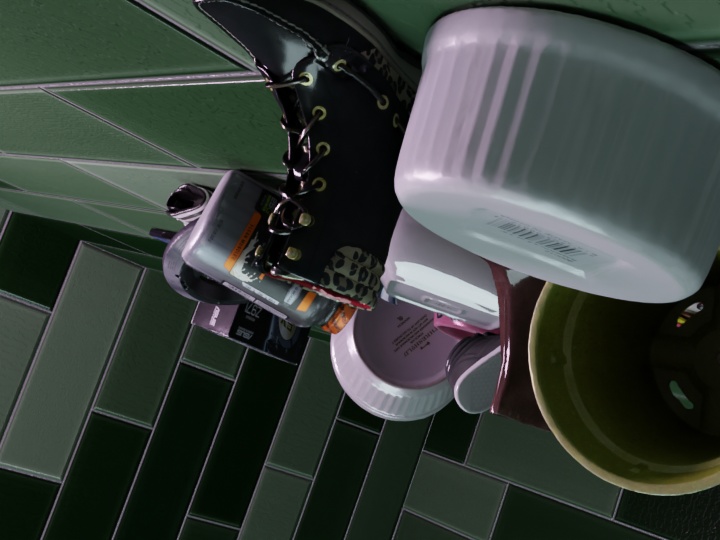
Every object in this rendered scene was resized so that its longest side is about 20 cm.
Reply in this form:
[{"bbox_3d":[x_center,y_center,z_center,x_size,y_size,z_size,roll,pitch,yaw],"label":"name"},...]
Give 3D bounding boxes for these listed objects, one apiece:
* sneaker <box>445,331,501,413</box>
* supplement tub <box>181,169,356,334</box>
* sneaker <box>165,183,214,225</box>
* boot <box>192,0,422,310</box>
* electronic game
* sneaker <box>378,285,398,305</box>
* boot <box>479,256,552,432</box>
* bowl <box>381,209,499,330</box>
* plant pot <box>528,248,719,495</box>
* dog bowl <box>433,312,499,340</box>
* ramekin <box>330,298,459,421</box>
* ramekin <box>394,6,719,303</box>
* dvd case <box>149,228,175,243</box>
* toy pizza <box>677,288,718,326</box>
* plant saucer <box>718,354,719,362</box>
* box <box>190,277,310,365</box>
[{"bbox_3d":[0.178,0.083,1.231,0.071,0.199,0.099,61,172,-17],"label":"sneaker"},{"bbox_3d":[-0.091,-0.016,1.233,0.199,0.123,0.122,29,171,-10],"label":"supplement tub"},{"bbox_3d":[-0.211,-0.073,1.478,0.115,0.076,0.200,30,162,-13],"label":"sneaker"},{"bbox_3d":[-0.033,-0.074,0.642,0.073,0.155,0.203,11,169,47],"label":"boot"},{"bbox_3d":[-0.153,-0.018,1.389,0.198,0.042,0.201,-12,147,-8],"label":"electronic game"},{"bbox_3d":[0.000,0.000,1.393,0.108,0.071,0.200,24,169,-12],"label":"sneaker"},{"bbox_3d":[0.154,0.055,1.015,0.199,0.167,0.072,26,170,-37],"label":"boot"},{"bbox_3d":[0.100,0.004,1.162,0.198,0.075,0.200,19,171,1],"label":"bowl"},{"bbox_3d":[0.259,0.066,0.842,0.199,0.202,0.184,14,-178,35],"label":"plant pot"},{"bbox_3d":[0.179,0.062,1.354,0.199,0.074,0.200,19,172,3],"label":"dog bowl"},{"bbox_3d":[0.060,0.095,1.475,0.201,0.204,0.094,20,160,1],"label":"ramekin"},{"bbox_3d":[0.115,-0.056,0.608,0.199,0.098,0.201,19,172,3],"label":"ramekin"},{"bbox_3d":[-0.299,-0.039,2.076,0.142,0.018,0.199,27,170,-39],"label":"dvd case"},{"bbox_3d":[0.355,0.056,1.015,0.199,0.032,0.200,20,172,3],"label":"toy pizza"},{"bbox_3d":[0.407,0.109,1.267,0.199,0.030,0.200,19,172,3],"label":"plant saucer"},{"bbox_3d":[-0.159,0.046,1.767,0.086,0.165,0.200,15,170,34],"label":"box"}]
